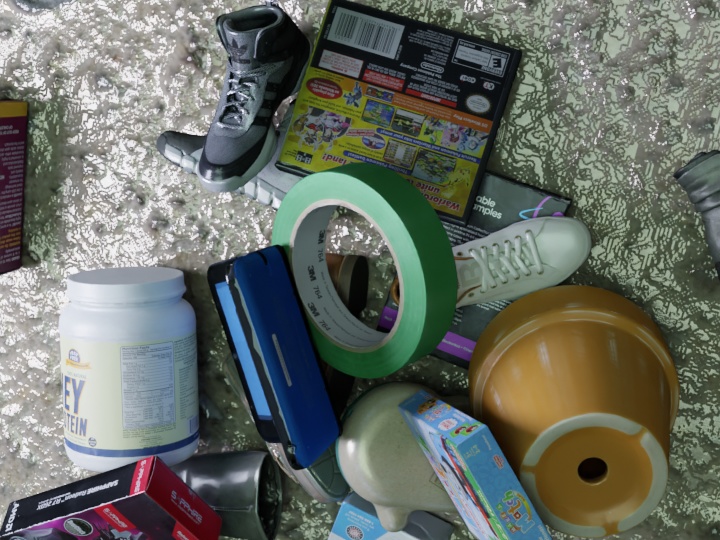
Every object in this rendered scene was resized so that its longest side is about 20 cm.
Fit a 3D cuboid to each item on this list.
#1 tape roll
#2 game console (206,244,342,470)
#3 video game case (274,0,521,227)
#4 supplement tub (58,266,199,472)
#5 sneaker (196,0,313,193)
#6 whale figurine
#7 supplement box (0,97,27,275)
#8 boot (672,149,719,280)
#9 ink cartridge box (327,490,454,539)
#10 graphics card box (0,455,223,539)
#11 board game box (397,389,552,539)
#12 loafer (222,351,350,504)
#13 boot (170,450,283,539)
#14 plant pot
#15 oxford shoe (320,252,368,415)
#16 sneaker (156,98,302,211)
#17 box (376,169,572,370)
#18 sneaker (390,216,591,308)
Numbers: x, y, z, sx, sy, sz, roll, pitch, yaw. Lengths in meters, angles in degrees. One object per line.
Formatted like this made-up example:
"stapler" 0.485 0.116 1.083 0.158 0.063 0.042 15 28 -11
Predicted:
"tape roll" 0.000 0.000 1.020 0.200 0.048 0.201 18 117 40
"game console" -0.105 0.087 1.045 0.118 0.171 0.200 -18 93 19
"video game case" 0.037 -0.157 1.066 0.200 0.026 0.181 18 87 7
"supplement tub" -0.248 0.103 1.164 0.145 0.145 0.200 2 99 16
"sneaker" -0.116 -0.180 1.051 0.075 0.114 0.200 16 66 22
"whale figurine" 0.066 0.198 1.121 0.200 0.104 0.159 33 83 -14
"supplement box" -0.460 -0.099 1.215 0.131 0.103 0.200 8 102 14
"boot" 0.399 -0.078 0.987 0.200 0.068 0.131 -20 87 17
"ink cartridge box" 0.008 0.345 1.166 0.116 0.067 0.200 25 107 11
"graphics card box" -0.264 0.271 1.141 0.200 0.051 0.126 -19 130 22
"board game box" 0.106 0.192 0.973 0.037 0.200 0.151 -31 98 -8
"loafer" -0.081 0.166 1.172 0.063 0.072 0.200 -35 81 36
"boot" -0.183 0.283 1.208 0.200 0.073 0.182 2 99 18
"plant pot" 0.202 0.140 0.988 0.200 0.183 0.200 1 112 3
"oxford shoe" -0.041 0.079 1.142 0.071 0.071 0.200 8 90 20
"sneaker" -0.106 -0.134 1.128 0.200 0.075 0.116 24 97 5
"box" 0.114 -0.003 1.097 0.143 0.036 0.200 22 106 11
"sneaker" 0.123 0.003 1.033 0.200 0.085 0.073 -19 92 16
